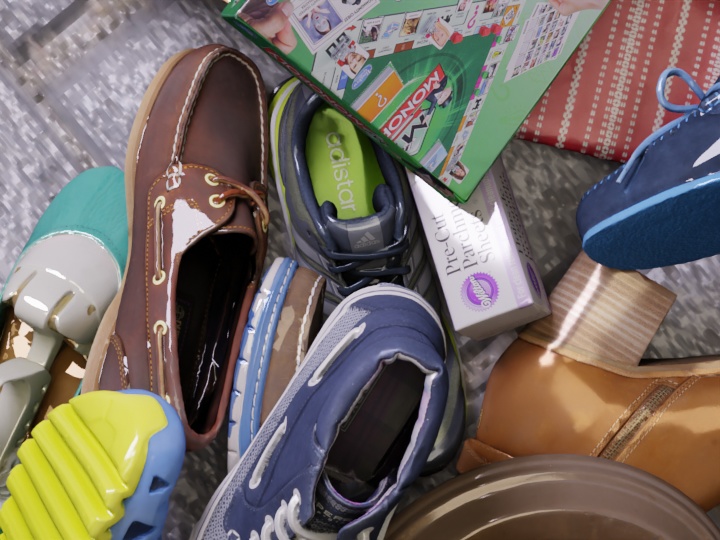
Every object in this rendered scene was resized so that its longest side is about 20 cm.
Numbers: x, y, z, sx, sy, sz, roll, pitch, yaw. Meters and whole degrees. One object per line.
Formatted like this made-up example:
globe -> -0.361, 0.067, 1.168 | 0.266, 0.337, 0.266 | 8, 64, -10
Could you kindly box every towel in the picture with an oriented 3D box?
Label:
towel -> 0.126, -0.124, 1.026 | 0.199, 0.022, 0.145 | 14, 85, 0

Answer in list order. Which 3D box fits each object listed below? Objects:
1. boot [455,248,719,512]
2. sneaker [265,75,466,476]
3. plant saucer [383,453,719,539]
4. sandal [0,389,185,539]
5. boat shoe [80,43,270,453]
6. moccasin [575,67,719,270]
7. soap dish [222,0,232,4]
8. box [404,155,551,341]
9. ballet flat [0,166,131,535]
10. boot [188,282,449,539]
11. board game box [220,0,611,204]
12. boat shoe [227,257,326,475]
boot -> 0.145, 0.101, 0.983 | 0.200, 0.077, 0.156 | 30, 89, -4
sneaker -> 0.000, 0.000, 0.982 | 0.074, 0.081, 0.201 | -19, 88, -2
plant saucer -> 0.083, 0.179, 0.957 | 0.199, 0.029, 0.201 | -3, 111, -7
sandal -> -0.118, 0.131, 0.945 | 0.087, 0.200, 0.080 | 6, 41, -31
boat shoe -> -0.071, -0.011, 0.970 | 0.070, 0.070, 0.201 | 20, 71, -37
moccasin -> 0.184, -0.064, 0.932 | 0.199, 0.080, 0.068 | -25, 59, 21
soap dish -> -0.079, -0.221, 0.976 | 0.200, 0.081, 0.158 | 33, 85, 21
box -> 0.037, -0.068, 0.981 | 0.041, 0.039, 0.201 | -20, 76, 14
ballet flat -> -0.149, 0.042, 0.981 | 0.067, 0.070, 0.201 | 23, 84, 7
boot -> -0.024, 0.103, 0.885 | 0.073, 0.090, 0.201 | 22, 102, -7
board game box -> 0.051, -0.149, 0.926 | 0.134, 0.029, 0.200 | 38, 84, -19
boat shoe -> -0.022, 0.092, 0.965 | 0.072, 0.072, 0.201 | 6, 108, 6
